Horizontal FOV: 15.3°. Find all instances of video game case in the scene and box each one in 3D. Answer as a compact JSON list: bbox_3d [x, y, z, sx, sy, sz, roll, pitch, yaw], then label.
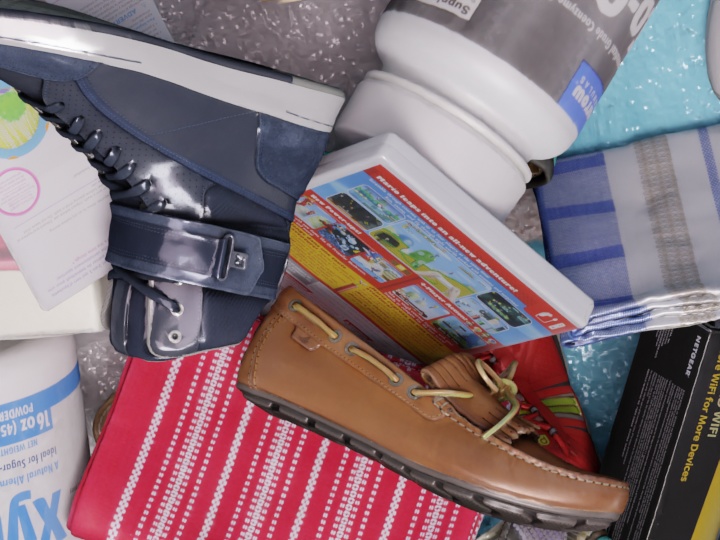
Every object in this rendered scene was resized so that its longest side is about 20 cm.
[{"bbox_3d":[0.000,0.000,1.326,0.143,0.200,0.018,39,58,-26],"label":"video game case"}]

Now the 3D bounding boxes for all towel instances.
[{"bbox_3d":[-0.034,0.096,1.342,0.199,0.023,0.145,17,68,11],"label":"towel"},{"bbox_3d":[0.188,-0.031,1.343,0.199,0.147,0.024,-12,130,5],"label":"towel"}]

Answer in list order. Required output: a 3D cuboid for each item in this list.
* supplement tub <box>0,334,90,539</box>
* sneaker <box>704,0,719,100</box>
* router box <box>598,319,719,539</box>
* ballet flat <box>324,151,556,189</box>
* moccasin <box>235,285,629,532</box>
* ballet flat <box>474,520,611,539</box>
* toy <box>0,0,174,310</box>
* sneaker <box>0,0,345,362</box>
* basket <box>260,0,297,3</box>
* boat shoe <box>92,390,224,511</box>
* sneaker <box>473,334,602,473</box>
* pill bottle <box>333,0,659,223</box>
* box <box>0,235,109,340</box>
[{"bbox_3d":[-0.200,0.126,1.384,0.131,0.132,0.201,-6,107,2],"label":"supplement tub"},{"bbox_3d":[0.236,-0.165,1.340,0.070,0.080,0.201,29,104,-8],"label":"sneaker"},{"bbox_3d":[0.194,0.120,1.384,0.157,0.052,0.201,5,107,-35],"label":"router box"},{"bbox_3d":[0.009,-0.036,1.371,0.199,0.068,0.069,-24,62,7],"label":"ballet flat"},{"bbox_3d":[0.040,0.067,1.303,0.201,0.074,0.078,24,84,22],"label":"moccasin"},{"bbox_3d":[0.047,0.196,1.339,0.072,0.072,0.201,34,87,-7],"label":"ballet flat"},{"bbox_3d":[-0.148,-0.097,1.242,0.115,0.047,0.201,-31,116,-11],"label":"toy"},{"bbox_3d":[-0.113,-0.038,1.204,0.202,0.077,0.147,16,96,-29],"label":"sneaker"},{"bbox_3d":[-0.065,-0.204,1.286,0.199,0.176,0.140,17,93,-11],"label":"basket"},{"bbox_3d":[-0.075,0.129,1.378,0.200,0.069,0.074,42,112,25],"label":"boat shoe"},{"bbox_3d":[0.086,0.078,1.396,0.077,0.085,0.201,-29,102,6],"label":"sneaker"},{"bbox_3d":[0.077,-0.126,1.304,0.114,0.114,0.201,32,82,-7],"label":"pill bottle"},{"bbox_3d":[-0.183,-0.075,1.341,0.108,0.128,0.201,-4,104,0],"label":"box"}]
